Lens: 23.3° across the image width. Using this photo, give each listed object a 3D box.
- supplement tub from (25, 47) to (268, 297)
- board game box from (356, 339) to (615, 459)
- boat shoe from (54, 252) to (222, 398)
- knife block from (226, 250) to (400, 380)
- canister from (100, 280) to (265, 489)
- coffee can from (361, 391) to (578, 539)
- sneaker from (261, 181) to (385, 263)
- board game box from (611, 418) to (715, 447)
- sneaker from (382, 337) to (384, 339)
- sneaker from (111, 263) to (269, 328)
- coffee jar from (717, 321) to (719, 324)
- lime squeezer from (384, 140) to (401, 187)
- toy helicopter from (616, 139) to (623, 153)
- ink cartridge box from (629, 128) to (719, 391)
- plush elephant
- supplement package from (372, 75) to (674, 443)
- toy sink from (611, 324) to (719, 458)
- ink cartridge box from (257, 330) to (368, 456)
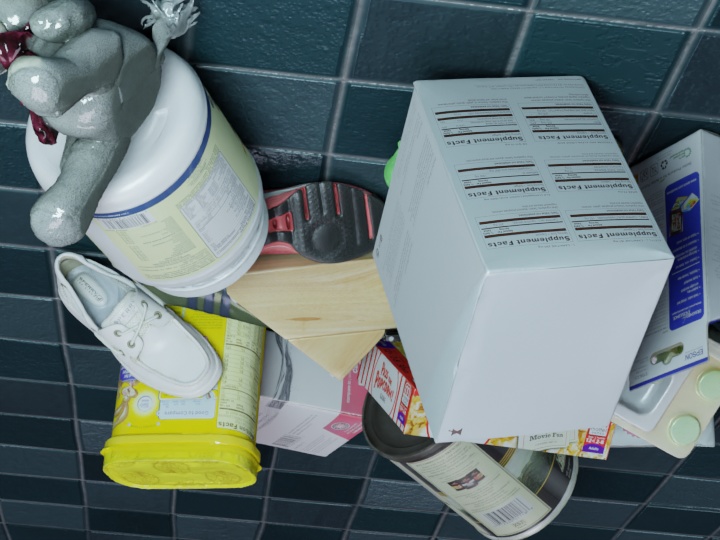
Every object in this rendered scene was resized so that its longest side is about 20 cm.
[{"bbox_3d":[-0.161,-0.074,1.379,0.145,0.145,0.200,-3,155,15],"label":"supplement tub"},{"bbox_3d":[0.114,0.117,1.608,0.200,0.046,0.152,9,-167,-19],"label":"board game box"},{"bbox_3d":[-0.219,0.050,1.654,0.200,0.071,0.069,33,166,21],"label":"boat shoe"},{"bbox_3d":[0.000,0.000,1.565,0.200,0.064,0.176,38,101,-18],"label":"knife block"},{"bbox_3d":[-0.166,0.105,1.704,0.148,0.200,0.087,-2,155,13],"label":"canister"},{"bbox_3d":[0.117,0.178,1.847,0.146,0.147,0.200,-15,139,35],"label":"coffee can"},{"bbox_3d":[-0.075,-0.049,1.538,0.200,0.074,0.087,-4,-164,-12],"label":"sneaker"},{"bbox_3d":[0.295,0.155,1.838,0.147,0.064,0.200,-1,176,9],"label":"board game box"},{"bbox_3d":[0.015,0.022,1.652,0.129,0.080,0.199,-22,139,30],"label":"sneaker"},{"bbox_3d":[-0.147,0.007,1.653,0.200,0.067,0.090,29,147,-32],"label":"sneaker"},{"bbox_3d":[0.324,-0.002,1.537,0.200,0.085,0.104,26,144,-38],"label":"coffee jar"},{"bbox_3d":[0.053,-0.084,1.423,0.038,0.071,0.200,4,135,-31],"label":"lime squeezer"},{"bbox_3d":[0.154,-0.056,1.489,0.132,0.079,0.200,20,141,-13],"label":"toy helicopter"},{"bbox_3d":[0.255,-0.006,1.402,0.037,0.200,0.095,18,153,-27],"label":"ink cartridge box"},{"bbox_3d":[-0.228,-0.152,1.231,0.155,0.200,0.165,21,146,17],"label":"plush elephant"},{"bbox_3d":[0.115,-0.010,1.322,0.147,0.200,0.191,-4,137,-16],"label":"supplement package"},{"bbox_3d":[0.252,0.081,1.553,0.130,0.112,0.200,28,-172,-16],"label":"toy sink"},{"bbox_3d":[-0.098,0.128,1.886,0.200,0.083,0.147,13,154,-21],"label":"ink cartridge box"}]
